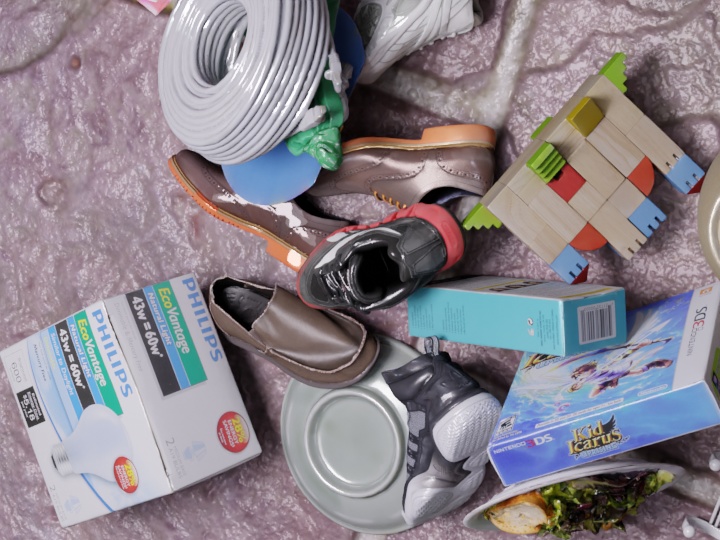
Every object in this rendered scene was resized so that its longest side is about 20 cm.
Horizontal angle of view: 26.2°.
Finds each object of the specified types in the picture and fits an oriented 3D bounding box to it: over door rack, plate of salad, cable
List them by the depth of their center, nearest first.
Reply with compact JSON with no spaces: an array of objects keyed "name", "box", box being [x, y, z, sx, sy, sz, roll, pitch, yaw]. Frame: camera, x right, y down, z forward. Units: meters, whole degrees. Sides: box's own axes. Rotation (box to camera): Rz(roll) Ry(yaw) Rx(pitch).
[{"name":"over door rack","box":[0.388,0.204,1.318,0.198,0.066,0.149,25,107,21]},{"name":"plate of salad","box":[0.187,0.207,1.343,0.199,0.199,0.049,-23,67,26]},{"name":"cable","box":[-0.107,-0.193,1.377,0.199,0.069,0.202,-33,55,38]}]

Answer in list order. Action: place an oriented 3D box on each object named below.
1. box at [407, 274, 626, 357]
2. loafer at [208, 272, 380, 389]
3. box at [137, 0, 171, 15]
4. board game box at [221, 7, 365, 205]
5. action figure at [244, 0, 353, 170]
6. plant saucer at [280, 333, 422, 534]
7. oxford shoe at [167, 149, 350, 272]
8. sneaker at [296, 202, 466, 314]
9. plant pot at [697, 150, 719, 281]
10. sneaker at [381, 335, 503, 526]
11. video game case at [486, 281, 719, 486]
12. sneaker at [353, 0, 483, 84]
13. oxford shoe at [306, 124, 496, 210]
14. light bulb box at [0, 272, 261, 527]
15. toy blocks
[{"name":"box","box":[0.134,0.038,1.368,0.199,0.082,0.050,5,101,51]},{"name":"loafer","box":[-0.074,0.057,1.499,0.198,0.071,0.074,15,67,28]},{"name":"box","box":[-0.192,-0.345,1.445,0.094,0.201,0.102,-38,121,24]},{"name":"board game box","box":[-0.054,-0.153,1.464,0.157,0.039,0.202,25,94,47]},{"name":"action figure","box":[-0.045,-0.170,1.391,0.118,0.054,0.202,-34,49,29]},{"name":"plant saucer","box":[0.001,0.164,1.508,0.198,0.050,0.203,3,97,25]},{"name":"oxford shoe","box":[-0.098,-0.072,1.519,0.199,0.071,0.073,33,105,8]},{"name":"sneaker","box":[0.000,0.000,1.397,0.199,0.098,0.071,-20,103,44]},{"name":"plant pot","box":[0.344,-0.039,1.234,0.185,0.200,0.190,4,99,25]},{"name":"sneaker","box":[0.065,0.145,1.423,0.114,0.075,0.201,58,148,29]},{"name":"video game case","box":[0.219,0.093,1.320,0.198,0.182,0.046,-21,107,26]},{"name":"sneaker","box":[0.060,-0.231,1.415,0.200,0.098,0.079,-45,38,45]},{"name":"oxford shoe","box":[0.031,-0.085,1.442,0.198,0.071,0.074,-9,78,26]},{"name":"light bulb box","box":[-0.233,0.132,1.549,0.199,0.124,0.200,-24,86,44]},{"name":"toy blocks","box":[0.205,-0.068,1.352,0.137,0.100,0.200,42,93,-8]}]
